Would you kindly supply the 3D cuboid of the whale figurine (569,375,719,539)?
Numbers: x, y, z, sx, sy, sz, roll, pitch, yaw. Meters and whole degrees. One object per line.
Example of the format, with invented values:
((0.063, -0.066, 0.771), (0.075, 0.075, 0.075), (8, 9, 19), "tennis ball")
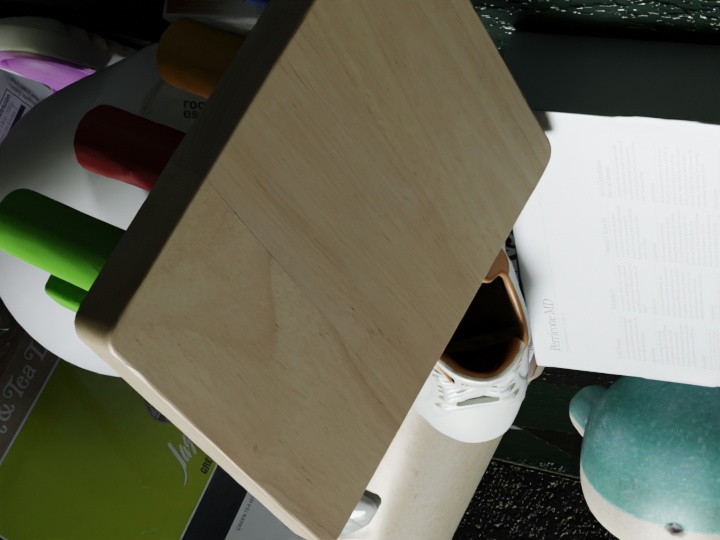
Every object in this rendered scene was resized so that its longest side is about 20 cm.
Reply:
((0.201, 0.079, 1.149), (0.158, 0.105, 0.200), (10, -146, 15), "whale figurine")

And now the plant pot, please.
((0.027, 0.094, 1.375), (0.199, 0.185, 0.201), (17, -170, -3), "plant pot")

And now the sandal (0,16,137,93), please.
((-0.123, -0.084, 1.042), (0.082, 0.050, 0.202), (0, 167, 45), "sandal")

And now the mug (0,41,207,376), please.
((-0.076, -0.049, 0.916), (0.150, 0.187, 0.153), (46, 156, -7), "mug")

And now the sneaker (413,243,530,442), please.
((0.049, 0.042, 0.977), (0.072, 0.085, 0.201), (-11, 141, 2), "sneaker")

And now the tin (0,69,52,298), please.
((-0.179, -0.046, 1.060), (0.042, 0.113, 0.200), (-13, 140, 43), "tin")

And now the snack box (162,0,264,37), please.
((-0.010, -0.097, 0.936), (0.071, 0.025, 0.200), (5, 170, 29), "snack box")

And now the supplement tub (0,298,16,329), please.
((-0.253, -0.038, 1.156), (0.144, 0.146, 0.199), (16, 168, -39), "supplement tub")

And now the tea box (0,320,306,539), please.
((-0.150, 0.155, 1.040), (0.196, 0.201, 0.133), (35, 145, -13), "tea box")

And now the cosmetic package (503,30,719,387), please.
((0.148, -0.022, 0.916), (0.149, 0.052, 0.201), (5, 144, 15), "cosmetic package")

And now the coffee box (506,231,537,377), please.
((0.000, 0.000, 1.083), (0.198, 0.114, 0.080), (-4, 159, -5), "coffee box")

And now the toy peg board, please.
((-0.037, -0.029, 0.773), (0.097, 0.200, 0.200), (21, 163, 31), "toy peg board")

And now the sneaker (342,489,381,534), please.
((-0.031, 0.080, 1.278), (0.091, 0.202, 0.076), (-10, 168, 10), "sneaker")
